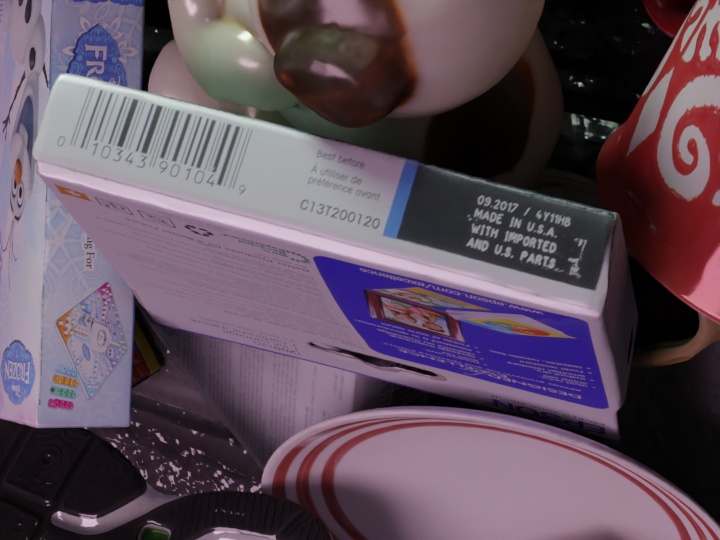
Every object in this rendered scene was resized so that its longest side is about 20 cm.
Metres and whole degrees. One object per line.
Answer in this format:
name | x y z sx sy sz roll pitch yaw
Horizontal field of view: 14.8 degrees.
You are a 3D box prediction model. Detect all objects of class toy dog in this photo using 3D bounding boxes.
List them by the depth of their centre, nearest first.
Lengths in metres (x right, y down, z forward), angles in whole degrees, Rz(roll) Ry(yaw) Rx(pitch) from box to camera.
toy dog | 0.006 -0.082 0.977 0.194 0.139 0.200 55 172 12

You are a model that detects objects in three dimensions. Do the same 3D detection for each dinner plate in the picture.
dinner plate | 0.058 0.103 1.119 0.199 0.024 0.200 12 147 8

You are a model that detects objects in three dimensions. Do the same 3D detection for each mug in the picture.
mug | 0.160 -0.098 0.916 0.177 0.133 0.200 38 128 18

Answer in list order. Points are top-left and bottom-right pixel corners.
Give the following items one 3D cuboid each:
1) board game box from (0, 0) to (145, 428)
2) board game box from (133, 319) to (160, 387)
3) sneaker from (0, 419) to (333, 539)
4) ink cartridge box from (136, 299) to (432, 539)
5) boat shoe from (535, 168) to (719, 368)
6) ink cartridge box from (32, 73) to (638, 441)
board game box | -0.137 -0.039 1.157 0.200 0.043 0.200 -177 90 -69
board game box | -0.205 -0.005 1.331 0.165 0.057 0.200 -27 92 46
sneaker | -0.090 0.133 1.168 0.200 0.076 0.116 15 150 26
ink cartridge box | -0.044 0.004 1.186 0.200 0.047 0.160 50 154 30
boat shoe | 0.074 0.002 1.082 0.200 0.066 0.074 -6 108 44
ink cartridge box | 0.000 0.000 0.987 0.197 0.044 0.200 14 166 11
